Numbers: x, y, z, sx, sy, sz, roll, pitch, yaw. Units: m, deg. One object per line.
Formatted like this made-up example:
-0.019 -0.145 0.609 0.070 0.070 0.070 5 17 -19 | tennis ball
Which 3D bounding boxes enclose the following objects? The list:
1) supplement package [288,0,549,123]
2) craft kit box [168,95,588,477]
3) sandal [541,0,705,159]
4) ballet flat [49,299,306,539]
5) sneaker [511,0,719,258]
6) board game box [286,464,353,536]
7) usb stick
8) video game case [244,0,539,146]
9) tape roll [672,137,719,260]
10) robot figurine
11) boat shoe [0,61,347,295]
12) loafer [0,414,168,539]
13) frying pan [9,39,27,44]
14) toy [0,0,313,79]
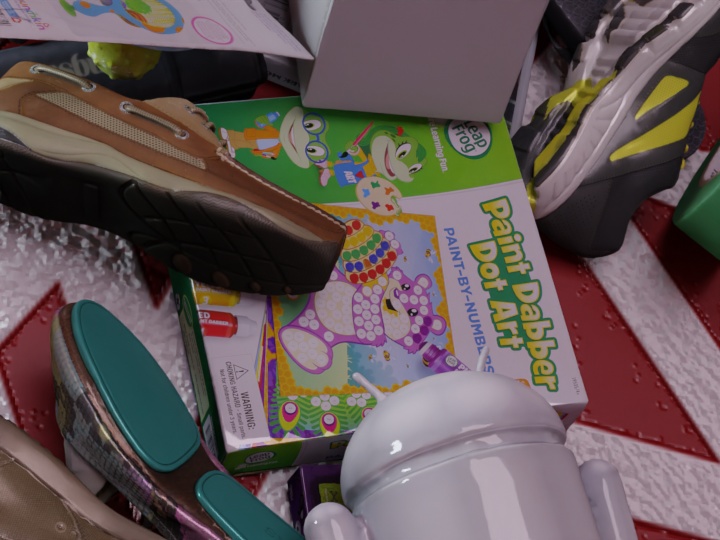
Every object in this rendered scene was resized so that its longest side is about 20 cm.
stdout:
0.024 -0.194 1.095 0.116 0.118 0.201 5 49 -14 | supplement package
0.000 0.000 1.060 0.196 0.049 0.201 -6 65 -20 | craft kit box
0.136 -0.150 1.205 0.076 0.043 0.201 -28 94 -36 | sandal
-0.093 0.107 0.957 0.200 0.071 0.069 47 25 4 | ballet flat
0.160 -0.094 1.152 0.200 0.074 0.085 -49 120 -6 | sneaker
0.035 0.192 0.989 0.119 0.032 0.201 0 63 -18 | board game box
-0.145 -0.099 1.063 0.199 0.033 0.056 -15 83 -23 | usb stick
0.022 -0.172 1.193 0.181 0.023 0.201 20 56 -11 | video game case
0.256 -0.093 1.138 0.048 0.201 0.201 38 55 1 | tape roll
0.057 0.133 0.946 0.169 0.113 0.201 -6 66 -28 | robot figurine
-0.099 -0.053 0.997 0.199 0.076 0.074 21 59 1 | boat shoe
-0.126 0.147 0.922 0.200 0.076 0.067 35 57 9 | loafer
-0.255 -0.190 1.066 0.114 0.031 0.191 -11 55 -23 | frying pan
-0.134 -0.130 1.007 0.199 0.047 0.115 3 37 -44 | toy
